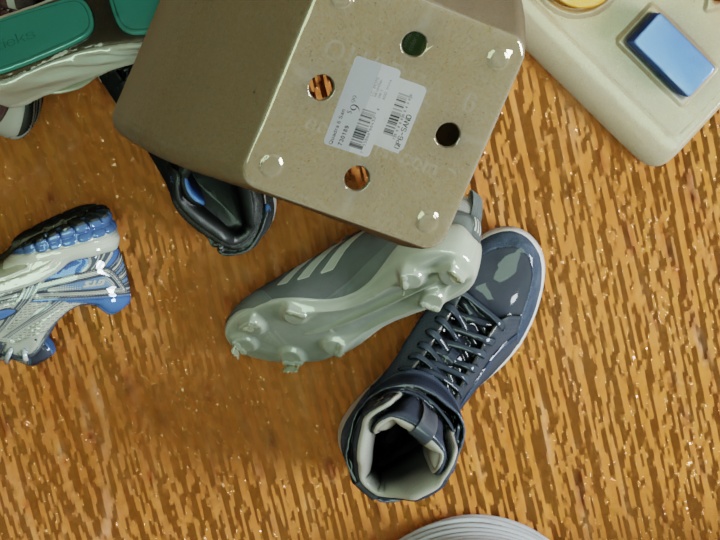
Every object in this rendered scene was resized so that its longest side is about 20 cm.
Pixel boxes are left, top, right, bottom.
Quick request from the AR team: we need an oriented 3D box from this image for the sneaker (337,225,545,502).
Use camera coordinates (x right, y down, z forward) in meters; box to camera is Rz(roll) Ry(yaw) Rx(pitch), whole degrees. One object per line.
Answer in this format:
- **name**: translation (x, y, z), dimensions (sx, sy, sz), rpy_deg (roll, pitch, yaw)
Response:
- **sneaker**: translation (0.059, 0.066, 1.617), dimensions (0.077, 0.146, 0.203), rpy_deg (35, 96, -4)

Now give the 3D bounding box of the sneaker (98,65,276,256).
- **sneaker**: translation (-0.117, -0.102, 1.603), dimensions (0.073, 0.112, 0.201), rpy_deg (-34, 98, 4)

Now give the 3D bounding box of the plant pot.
- **plant pot**: translation (-0.009, -0.118, 1.465), dimensions (0.199, 0.177, 0.201), rpy_deg (19, 103, -23)

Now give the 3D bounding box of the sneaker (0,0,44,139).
- **sneaker**: translation (-0.265, -0.189, 1.608), dimensions (0.114, 0.076, 0.202), rpy_deg (5, 100, 1)

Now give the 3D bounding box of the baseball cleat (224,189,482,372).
- **baseball cleat**: translation (0.000, 0.000, 1.648), dimensions (0.199, 0.107, 0.070), rpy_deg (-17, 131, 27)

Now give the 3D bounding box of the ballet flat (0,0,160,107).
- **ballet flat**: translation (-0.157, -0.154, 1.563), dimensions (0.199, 0.069, 0.070), rpy_deg (-19, 99, 3)

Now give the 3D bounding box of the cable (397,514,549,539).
- **cable**: translation (0.078, 0.274, 1.688), dimensions (0.199, 0.069, 0.201), rpy_deg (-23, 99, 3)

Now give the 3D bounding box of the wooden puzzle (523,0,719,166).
- **wooden puzzle**: translation (0.201, -0.198, 1.625), dimensions (0.185, 0.046, 0.200), rpy_deg (43, 96, -7)

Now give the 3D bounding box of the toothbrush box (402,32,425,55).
- **toothbrush box**: translation (-0.013, -0.239, 1.595), dimensions (0.199, 0.086, 0.146), rpy_deg (26, 100, -6)

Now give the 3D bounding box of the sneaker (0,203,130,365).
- **sneaker**: translation (-0.245, 0.033, 1.644), dimensions (0.199, 0.077, 0.086), rpy_deg (-23, 103, 3)
